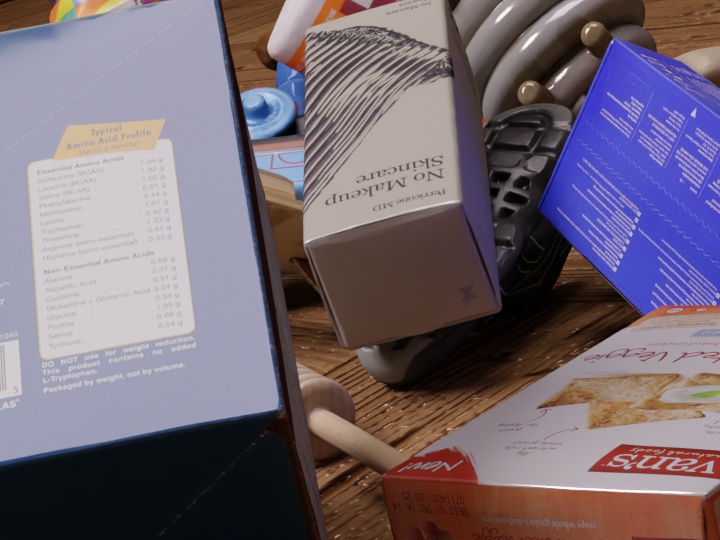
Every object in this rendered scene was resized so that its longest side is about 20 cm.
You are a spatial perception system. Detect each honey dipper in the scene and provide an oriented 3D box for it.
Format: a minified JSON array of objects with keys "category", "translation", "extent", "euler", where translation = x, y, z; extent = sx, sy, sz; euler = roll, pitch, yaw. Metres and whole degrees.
[{"category":"honey dipper","translation":[0.006,0.074,0.928],"extent":[0.038,0.038,0.200],"euler":[-17,16,-23]}]

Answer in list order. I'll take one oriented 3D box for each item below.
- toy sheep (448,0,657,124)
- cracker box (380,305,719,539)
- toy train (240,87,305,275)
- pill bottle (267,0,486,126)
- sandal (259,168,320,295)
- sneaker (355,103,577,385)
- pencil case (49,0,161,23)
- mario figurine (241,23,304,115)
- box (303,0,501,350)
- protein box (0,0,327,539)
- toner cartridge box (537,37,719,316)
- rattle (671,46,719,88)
[{"category":"toy sheep","translation":[0.109,-0.134,1.323],"extent":[0.138,0.200,0.138],"euler":[-32,-19,-12]},{"category":"cracker box","translation":[0.120,0.066,0.811],"extent":[0.134,0.058,0.200],"euler":[-1,17,39]},{"category":"toy train","translation":[-0.056,-0.044,1.270],"extent":[0.199,0.087,0.115],"euler":[-4,45,10]},{"category":"pill bottle","translation":[0.051,-0.142,1.442],"extent":[0.199,0.114,0.114],"euler":[27,10,-9]},{"category":"sandal","translation":[-0.003,0.003,1.171],"extent":[0.211,0.070,0.078],"euler":[11,-39,-29]},{"category":"sneaker","translation":[0.066,-0.001,1.128],"extent":[0.075,0.079,0.200],"euler":[8,42,35]},{"category":"pencil case","translation":[-0.141,-0.092,1.396],"extent":[0.088,0.201,0.088],"euler":[-13,-22,-5]},{"category":"mario figurine","translation":[-0.052,-0.081,1.480],"extent":[0.123,0.106,0.200],"euler":[8,37,2]},{"category":"box","translation":[0.018,-0.053,1.096],"extent":[0.082,0.069,0.200],"euler":[-15,34,8]},{"category":"protein box","translation":[-0.124,0.031,0.800],"extent":[0.198,0.135,0.200],"euler":[-11,48,0]},{"category":"toner cartridge box","translation":[0.149,-0.028,1.003],"extent":[0.043,0.095,0.200],"euler":[15,18,-23]},{"category":"rattle","translation":[0.223,-0.038,1.149],"extent":[0.199,0.131,0.143],"euler":[11,8,-37]}]
